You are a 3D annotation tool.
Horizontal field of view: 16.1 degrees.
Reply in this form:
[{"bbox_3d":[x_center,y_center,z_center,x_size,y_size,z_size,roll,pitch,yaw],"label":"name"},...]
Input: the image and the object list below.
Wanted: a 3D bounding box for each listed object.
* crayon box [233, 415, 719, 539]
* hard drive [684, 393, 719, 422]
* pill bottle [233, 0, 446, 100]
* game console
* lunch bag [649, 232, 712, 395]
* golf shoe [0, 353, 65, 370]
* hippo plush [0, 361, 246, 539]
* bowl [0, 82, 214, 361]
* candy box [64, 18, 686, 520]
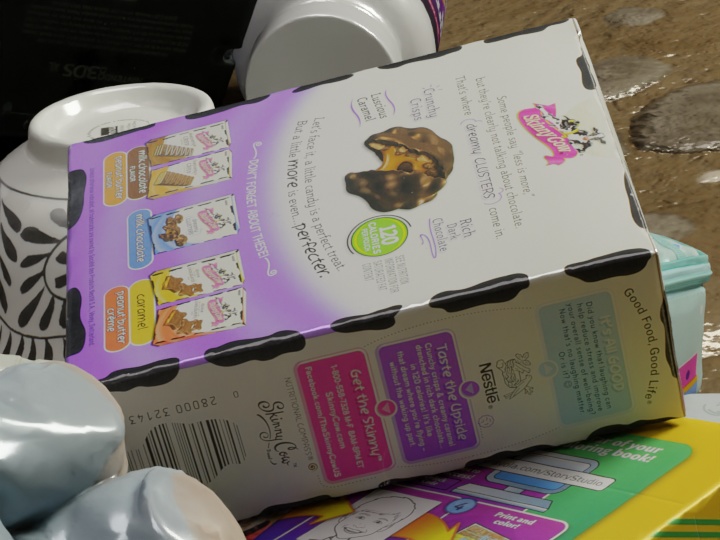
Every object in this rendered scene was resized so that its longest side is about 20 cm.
[{"bbox_3d":[0.021,0.102,0.845,0.172,0.059,0.199,-28,23,-37],"label":"crayon box"},{"bbox_3d":[0.162,0.098,0.897,0.131,0.026,0.200,-1,23,15],"label":"hard drive"},{"bbox_3d":[-0.011,-0.131,1.396,0.110,0.112,0.200,-4,22,7],"label":"pill bottle"},{"bbox_3d":[-0.171,-0.115,1.287,0.116,0.177,0.199,33,20,36],"label":"game console"},{"bbox_3d":[0.035,0.015,1.042,0.199,0.078,0.160,10,14,33],"label":"lunch bag"},{"bbox_3d":[-0.112,0.069,1.008,0.199,0.076,0.091,11,12,32],"label":"golf shoe"},{"bbox_3d":[-0.134,0.133,0.743,0.199,0.161,0.159,-2,43,-48],"label":"hippo plush"},{"bbox_3d":[-0.107,-0.030,1.200,0.199,0.095,0.201,-6,23,3],"label":"bowl"},{"bbox_3d":[0.000,0.000,0.895,0.198,0.072,0.168,-13,32,3],"label":"candy box"}]
